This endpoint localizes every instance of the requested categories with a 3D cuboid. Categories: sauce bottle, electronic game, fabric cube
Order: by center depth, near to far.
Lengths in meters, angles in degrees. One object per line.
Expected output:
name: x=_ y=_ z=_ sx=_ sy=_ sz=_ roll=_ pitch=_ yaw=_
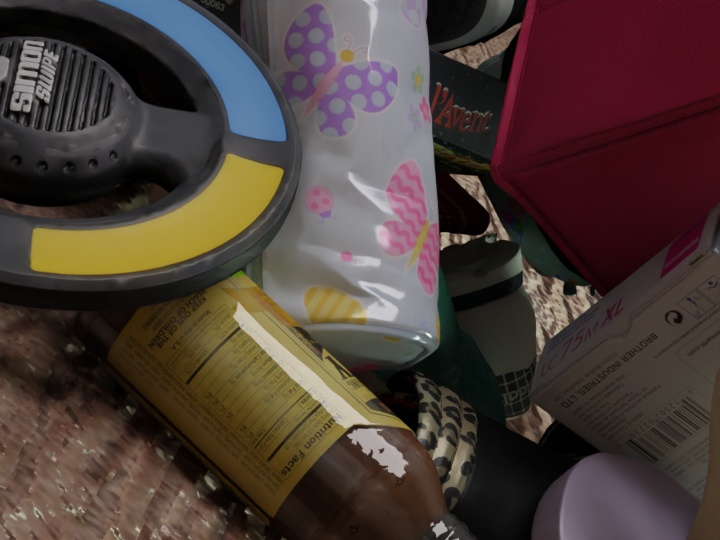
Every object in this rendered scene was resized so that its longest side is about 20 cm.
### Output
electronic game: x=-0.119 y=-0.057 z=0.939 sx=0.199 sy=0.042 sz=0.200 roll=10 pitch=41 yaw=-9
sauce bottle: x=-0.018 y=0.068 z=0.942 sx=0.200 sy=0.065 sz=0.065 roll=44 pitch=12 yaw=10
fabric cube: x=0.200 y=-0.079 z=1.078 sx=0.196 sy=0.199 sz=0.201 roll=46 pitch=41 yaw=-34

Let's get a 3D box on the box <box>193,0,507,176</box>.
box: x=-0.027 y=-0.093 z=1.173 sx=0.199 sy=0.038 sz=0.136 roll=21 pitch=-6 yaw=-31

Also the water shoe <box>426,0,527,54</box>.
water shoe: x=0.035 y=-0.140 z=1.350 sx=0.079 sy=0.072 sz=0.200 roll=-10 pitch=7 yaw=-32

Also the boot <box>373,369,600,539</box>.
boot: x=0.064 y=0.085 z=1.084 sx=0.154 sy=0.074 sz=0.204 roll=37 pitch=20 yaw=-17

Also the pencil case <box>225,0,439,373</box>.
pencil case: x=-0.012 y=-0.057 z=1.029 sx=0.091 sy=0.083 sz=0.201 roll=15 pitch=68 yaw=-52

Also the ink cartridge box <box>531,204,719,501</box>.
ink cartridge box: x=0.183 y=0.069 z=1.038 sx=0.200 sy=0.119 sz=0.042 roll=38 pitch=42 yaw=-11

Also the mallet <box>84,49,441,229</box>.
mallet: x=-0.055 y=-0.057 z=1.229 sx=0.199 sy=0.041 sz=0.066 roll=18 pitch=20 yaw=-21

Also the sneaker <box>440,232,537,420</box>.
sneaker: x=0.051 y=0.028 z=1.313 sx=0.200 sy=0.076 sz=0.081 roll=-115 pitch=-175 yaw=-83

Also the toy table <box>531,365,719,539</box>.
toy table: x=0.160 y=0.136 z=0.959 sx=0.184 sy=0.117 sz=0.200 roll=-21 pitch=71 yaw=-49

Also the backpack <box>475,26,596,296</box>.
backpack: x=0.119 y=-0.068 z=1.298 sx=0.200 sy=0.126 sz=0.168 roll=-81 pitch=155 yaw=-86

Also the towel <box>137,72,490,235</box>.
towel: x=-0.037 y=-0.062 z=1.324 sx=0.200 sy=0.023 sz=0.145 roll=0 pitch=36 yaw=-46

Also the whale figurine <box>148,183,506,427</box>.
whale figurine: x=0.000 y=0.000 z=1.144 sx=0.200 sy=0.104 sz=0.159 roll=37 pitch=12 yaw=-27
